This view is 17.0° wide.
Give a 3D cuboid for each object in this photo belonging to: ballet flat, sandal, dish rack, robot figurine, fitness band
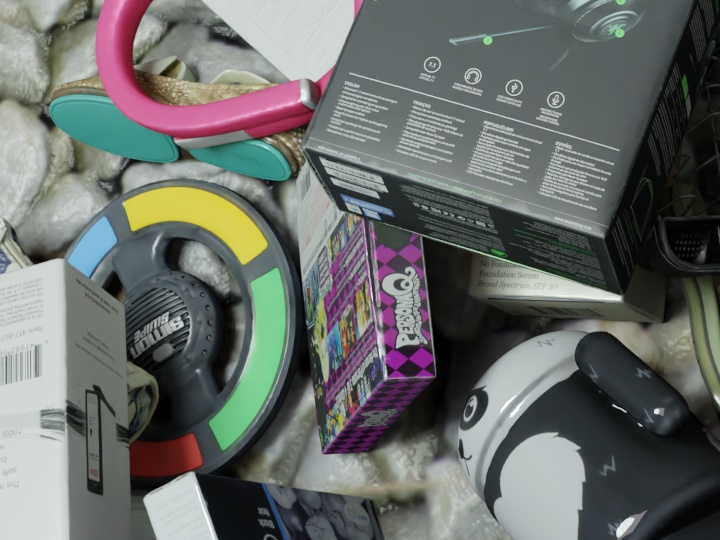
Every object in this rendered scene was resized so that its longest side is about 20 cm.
[{"bbox_3d":[-0.111,-0.105,1.578,0.199,0.071,0.065,14,58,27],"label":"ballet flat"},{"bbox_3d":[0.217,0.038,1.359,0.057,0.080,0.202,-17,71,9],"label":"sandal"},{"bbox_3d":[0.217,-0.091,1.354,0.153,0.055,0.201,-3,74,-17],"label":"dish rack"},{"bbox_3d":[0.139,0.122,1.345,0.150,0.125,0.200,-51,54,12],"label":"robot figurine"},{"bbox_3d":[-0.075,-0.155,1.507,0.199,0.037,0.144,-11,74,24],"label":"fitness band"}]

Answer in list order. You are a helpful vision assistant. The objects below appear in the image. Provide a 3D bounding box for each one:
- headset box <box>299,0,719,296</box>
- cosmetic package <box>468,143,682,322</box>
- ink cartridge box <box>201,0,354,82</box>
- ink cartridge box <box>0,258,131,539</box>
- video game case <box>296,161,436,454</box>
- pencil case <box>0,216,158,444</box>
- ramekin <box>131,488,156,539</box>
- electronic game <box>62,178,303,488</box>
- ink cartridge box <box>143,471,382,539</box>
[{"bbox_3d":[0.089,-0.114,1.287,0.173,0.093,0.201,16,75,17],"label":"headset box"},{"bbox_3d":[0.132,-0.074,1.428,0.105,0.071,0.201,1,79,28],"label":"cosmetic package"},{"bbox_3d":[-0.039,-0.189,1.551,0.200,0.059,0.104,43,100,28],"label":"ink cartridge box"},{"bbox_3d":[-0.215,0.112,1.416,0.145,0.084,0.201,-14,63,20],"label":"ink cartridge box"},{"bbox_3d":[0.000,0.000,1.424,0.036,0.200,0.182,-2,74,-12],"label":"video game case"},{"bbox_3d":[-0.207,0.043,1.539,0.200,0.078,0.090,42,129,34],"label":"pencil case"},{"bbox_3d":[-0.167,0.232,1.507,0.201,0.094,0.204,-7,76,27],"label":"ramekin"},{"bbox_3d":[-0.124,0.040,1.553,0.199,0.042,0.201,-6,77,28],"label":"electronic game"},{"bbox_3d":[-0.026,0.218,1.377,0.043,0.198,0.201,-29,68,23],"label":"ink cartridge box"}]
